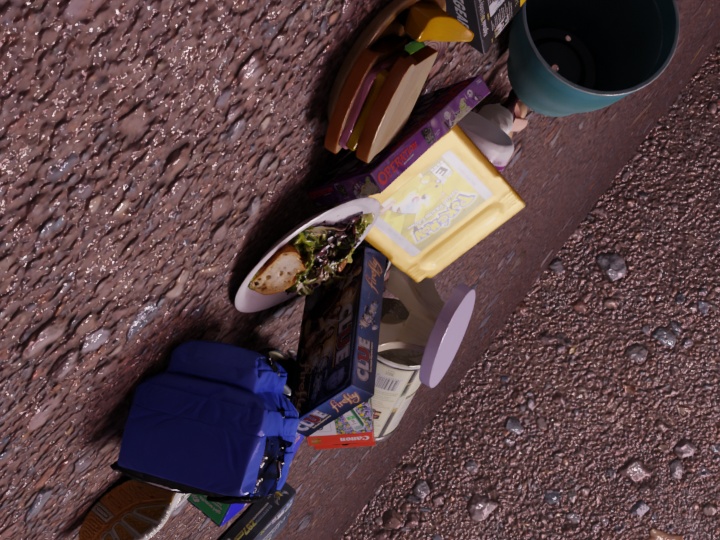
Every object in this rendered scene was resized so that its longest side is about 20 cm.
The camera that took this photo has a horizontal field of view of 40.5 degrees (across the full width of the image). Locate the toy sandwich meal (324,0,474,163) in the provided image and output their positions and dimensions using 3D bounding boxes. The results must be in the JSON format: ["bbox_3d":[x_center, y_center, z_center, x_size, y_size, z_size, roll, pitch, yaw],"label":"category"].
[{"bbox_3d":[0.040,-0.190,0.983,0.205,0.070,0.205,-48,164,-18],"label":"toy sandwich meal"}]

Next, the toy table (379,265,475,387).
[{"bbox_3d":[0.085,0.076,1.429,0.184,0.117,0.201,-47,159,-44],"label":"toy table"}]

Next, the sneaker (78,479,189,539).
[{"bbox_3d":[-0.249,0.278,1.168,0.200,0.076,0.088,-41,163,-34],"label":"sneaker"}]

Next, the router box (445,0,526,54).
[{"bbox_3d":[0.151,-0.336,1.019,0.158,0.052,0.200,-52,165,-2],"label":"router box"}]

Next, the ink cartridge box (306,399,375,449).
[{"bbox_3d":[-0.034,0.234,1.533,0.051,0.108,0.201,-92,176,-48],"label":"ink cartridge box"}]

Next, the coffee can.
[{"bbox_3d":[0.030,0.166,1.607,0.146,0.146,0.201,-36,158,-47],"label":"coffee can"}]

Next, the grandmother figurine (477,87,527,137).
[{"bbox_3d":[0.203,-0.214,1.395,0.122,0.060,0.200,-67,172,18],"label":"grandmother figurine"}]

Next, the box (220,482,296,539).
[{"bbox_3d":[-0.208,0.502,1.841,0.200,0.051,0.158,-43,163,-34],"label":"box"}]

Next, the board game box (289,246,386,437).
[{"bbox_3d":[-0.028,0.084,1.183,0.135,0.034,0.201,-38,-145,41],"label":"board game box"}]

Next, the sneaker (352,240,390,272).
[{"bbox_3d":[0.000,0.000,1.337,0.094,0.070,0.201,-68,178,-51],"label":"sneaker"}]

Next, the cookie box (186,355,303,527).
[{"bbox_3d":[-0.145,0.242,1.392,0.171,0.075,0.201,-32,154,-55],"label":"cookie box"}]

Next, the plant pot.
[{"bbox_3d":[0.279,-0.290,1.268,0.200,0.200,0.188,-49,179,-13],"label":"plant pot"}]

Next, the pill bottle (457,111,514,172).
[{"bbox_3d":[0.110,-0.106,1.293,0.112,0.112,0.201,-25,146,-60],"label":"pill bottle"}]

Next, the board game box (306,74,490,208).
[{"bbox_3d":[0.042,-0.140,1.061,0.120,0.032,0.200,-3,-146,51],"label":"board game box"}]

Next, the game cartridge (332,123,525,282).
[{"bbox_3d":[0.089,-0.079,1.196,0.176,0.033,0.200,-38,137,14],"label":"game cartridge"}]

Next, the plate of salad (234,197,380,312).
[{"bbox_3d":[-0.052,-0.009,1.095,0.200,0.048,0.200,-35,165,-11],"label":"plate of salad"}]

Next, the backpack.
[{"bbox_3d":[-0.144,0.171,1.073,0.200,0.162,0.169,55,53,-72],"label":"backpack"}]

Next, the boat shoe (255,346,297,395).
[{"bbox_3d":[-0.095,0.138,1.257,0.062,0.075,0.200,-25,151,16],"label":"boat shoe"}]
